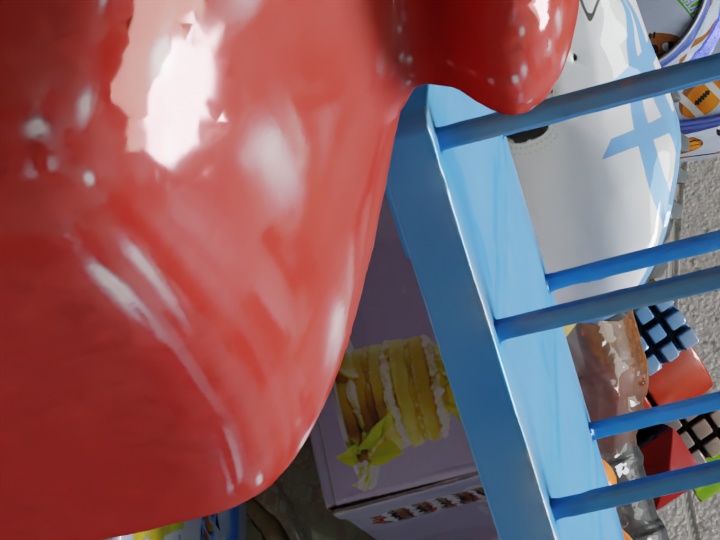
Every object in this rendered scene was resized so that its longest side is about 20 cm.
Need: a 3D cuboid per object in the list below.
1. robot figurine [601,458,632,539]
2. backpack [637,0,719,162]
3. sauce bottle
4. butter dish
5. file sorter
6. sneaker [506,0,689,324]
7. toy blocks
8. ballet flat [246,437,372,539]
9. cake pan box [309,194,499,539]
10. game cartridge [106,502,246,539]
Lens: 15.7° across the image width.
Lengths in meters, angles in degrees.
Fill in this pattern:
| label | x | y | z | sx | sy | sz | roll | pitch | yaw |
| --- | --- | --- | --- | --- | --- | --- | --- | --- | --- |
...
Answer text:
| label | x | y | z | sx | sy | sz | roll | pitch | yaw |
| --- | --- | --- | --- | --- | --- | --- | --- | --- | --- |
| robot figurine | 0.036 | 0.151 | 0.890 | 0.144 | 0.116 | 0.200 | -98 | -169 | -63 |
| backpack | 0.122 | -0.136 | 1.194 | 0.154 | 0.190 | 0.200 | 20 | 71 | -79 |
| sauce bottle | 0.070 | 0.016 | 0.969 | 0.066 | 0.066 | 0.200 | 12 | 61 | -80 |
| butter dish | -0.040 | -0.045 | 0.400 | 0.200 | 0.148 | 0.200 | 70 | 23 | -63 |
| file sorter | 0.090 | 0.018 | 0.630 | 0.139 | 0.123 | 0.200 | -81 | 156 | -66 |
| sneaker | 0.045 | -0.082 | 0.756 | 0.072 | 0.072 | 0.200 | 2 | 77 | -47 |
| toy blocks | 0.095 | 0.021 | 1.076 | 0.200 | 0.100 | 0.137 | 56 | -1 | -2 |
| ballet flat | -0.025 | 0.125 | 0.769 | 0.062 | 0.067 | 0.200 | -35 | 123 | -48 |
| cake pan box | 0.011 | -0.010 | 0.748 | 0.200 | 0.052 | 0.184 | 51 | 27 | -73 |
| game cartridge | -0.057 | 0.038 | 0.627 | 0.133 | 0.040 | 0.200 | -13 | 103 | -83 |
